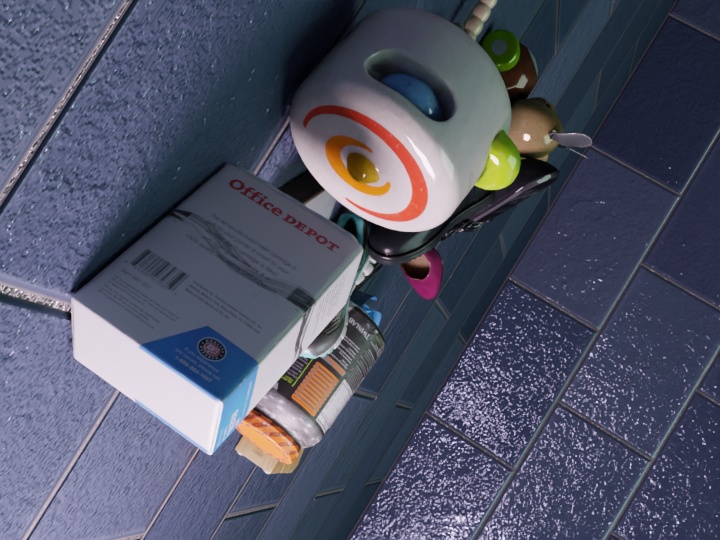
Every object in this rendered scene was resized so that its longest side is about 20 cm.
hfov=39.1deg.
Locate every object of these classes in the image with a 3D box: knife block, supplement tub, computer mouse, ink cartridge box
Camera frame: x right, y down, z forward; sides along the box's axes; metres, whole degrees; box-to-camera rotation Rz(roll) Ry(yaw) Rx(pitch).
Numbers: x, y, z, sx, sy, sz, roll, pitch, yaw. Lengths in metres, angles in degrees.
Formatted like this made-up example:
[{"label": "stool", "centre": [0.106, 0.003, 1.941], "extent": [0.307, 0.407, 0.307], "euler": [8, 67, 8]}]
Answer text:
[{"label": "knife block", "centre": [-0.096, 0.198, 1.438], "extent": [0.176, 0.064, 0.200], "euler": [-57, 166, -4]}, {"label": "supplement tub", "centre": [-0.068, 0.135, 1.277], "extent": [0.200, 0.122, 0.123], "euler": [-53, 165, -21]}, {"label": "computer mouse", "centre": [0.196, -0.113, 1.474], "extent": [0.199, 0.053, 0.138], "euler": [-31, 170, 33]}, {"label": "ink cartridge box", "centre": [-0.113, 0.024, 0.826], "extent": [0.200, 0.145, 0.084], "euler": [-48, 164, -39]}]

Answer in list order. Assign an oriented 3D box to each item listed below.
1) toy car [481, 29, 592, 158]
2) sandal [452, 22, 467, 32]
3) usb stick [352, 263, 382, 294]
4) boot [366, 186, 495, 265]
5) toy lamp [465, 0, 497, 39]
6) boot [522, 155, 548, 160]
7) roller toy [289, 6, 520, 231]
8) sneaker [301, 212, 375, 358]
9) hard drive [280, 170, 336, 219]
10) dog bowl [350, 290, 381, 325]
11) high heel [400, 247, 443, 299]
[{"label": "toy car", "centre": [0.247, -0.227, 1.460], "extent": [0.158, 0.199, 0.164], "euler": [-58, 167, 1]}, {"label": "sandal", "centre": [0.064, -0.216, 1.139], "extent": [0.080, 0.057, 0.202], "euler": [-22, -144, 42]}, {"label": "usb stick", "centre": [0.000, 0.000, 1.426], "extent": [0.200, 0.033, 0.056], "euler": [-44, 167, -48]}, {"label": "boot", "centre": [0.081, -0.119, 1.205], "extent": [0.200, 0.076, 0.169], "euler": [-32, 138, -20]}, {"label": "toy lamp", "centre": [0.123, -0.269, 1.233], "extent": [0.201, 0.058, 0.058], "euler": [-59, 167, 1]}, {"label": "boot", "centre": [0.195, -0.154, 1.560], "extent": [0.199, 0.066, 0.175], "euler": [-29, 177, -1]}, {"label": "roller toy", "centre": [0.031, -0.133, 0.934], "extent": [0.140, 0.199, 0.183], "euler": [-52, 130, -27]}, {"label": "sneaker", "centre": [-0.039, 0.011, 1.221], "extent": [0.091, 0.077, 0.201], "euler": [88, 19, -54]}, {"label": "hard drive", "centre": [-0.089, -0.007, 1.090], "extent": [0.140, 0.033, 0.201], "euler": [-42, 159, -52]}, {"label": "dog bowl", "centre": [-0.023, 0.087, 1.495], "extent": [0.112, 0.049, 0.200], "euler": [-56, 166, -11]}, {"label": "high heel", "centre": [0.059, -0.020, 1.416], "extent": [0.096, 0.067, 0.201], "euler": [-56, 134, -42]}]
